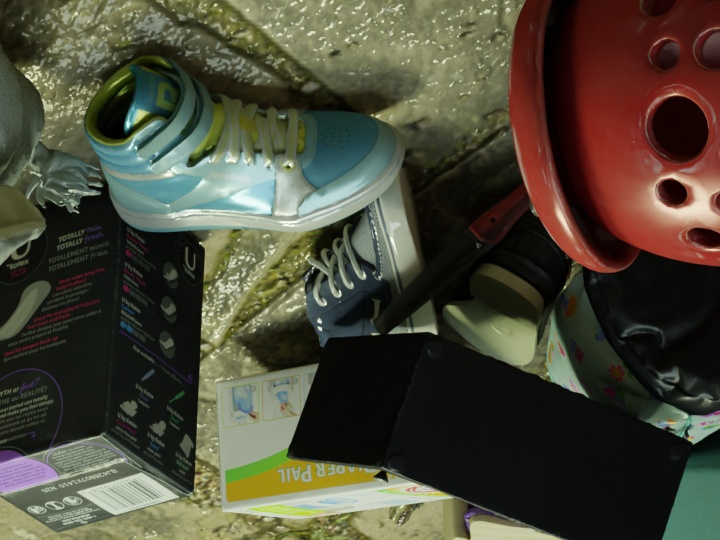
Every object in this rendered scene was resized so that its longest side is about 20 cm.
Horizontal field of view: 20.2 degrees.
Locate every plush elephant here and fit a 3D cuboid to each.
[{"bbox_3d":[-0.260,-0.055,1.203,0.200,0.155,0.165,39,136,-22],"label":"plush elephant"}]

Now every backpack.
[{"bbox_3d":[0.203,0.050,1.396,0.126,0.167,0.200,-26,163,-8],"label":"backpack"}]

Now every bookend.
[{"bbox_3d":[0.080,0.120,1.357,0.198,0.092,0.200,23,170,-18],"label":"bookend"}]

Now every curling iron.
[{"bbox_3d":[0.087,-0.022,1.326,0.200,0.050,0.026,-35,133,8],"label":"curling iron"}]

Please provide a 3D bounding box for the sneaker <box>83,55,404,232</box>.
[{"bbox_3d":[-0.080,-0.084,1.265,0.200,0.080,0.131,-8,148,12],"label":"sneaker"}]

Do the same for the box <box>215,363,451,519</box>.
[{"bbox_3d":[0.003,0.125,1.531,0.200,0.102,0.112,-11,165,29],"label":"box"}]

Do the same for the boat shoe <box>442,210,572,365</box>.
[{"bbox_3d":[0.106,0.016,1.428,0.074,0.063,0.201,30,162,5],"label":"boat shoe"}]

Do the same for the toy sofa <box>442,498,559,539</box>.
[{"bbox_3d":[0.172,0.208,1.725,0.200,0.083,0.098,5,144,-7],"label":"toy sofa"}]

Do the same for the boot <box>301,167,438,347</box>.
[{"bbox_3d":[0.000,0.000,1.401,0.090,0.073,0.200,-9,148,3],"label":"boot"}]

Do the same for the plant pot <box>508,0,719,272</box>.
[{"bbox_3d":[0.193,-0.098,1.140,0.182,0.201,0.200,-7,148,28],"label":"plant pot"}]

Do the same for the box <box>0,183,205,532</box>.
[{"bbox_3d":[-0.185,0.059,1.378,0.122,0.200,0.106,-16,144,25],"label":"box"}]

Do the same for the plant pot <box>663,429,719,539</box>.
[{"bbox_3d":[0.303,0.176,1.444,0.141,0.142,0.200,-22,-174,-36],"label":"plant pot"}]

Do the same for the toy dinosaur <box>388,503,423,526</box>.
[{"bbox_3d":[0.033,0.153,1.676,0.088,0.048,0.200,-5,150,-20],"label":"toy dinosaur"}]
